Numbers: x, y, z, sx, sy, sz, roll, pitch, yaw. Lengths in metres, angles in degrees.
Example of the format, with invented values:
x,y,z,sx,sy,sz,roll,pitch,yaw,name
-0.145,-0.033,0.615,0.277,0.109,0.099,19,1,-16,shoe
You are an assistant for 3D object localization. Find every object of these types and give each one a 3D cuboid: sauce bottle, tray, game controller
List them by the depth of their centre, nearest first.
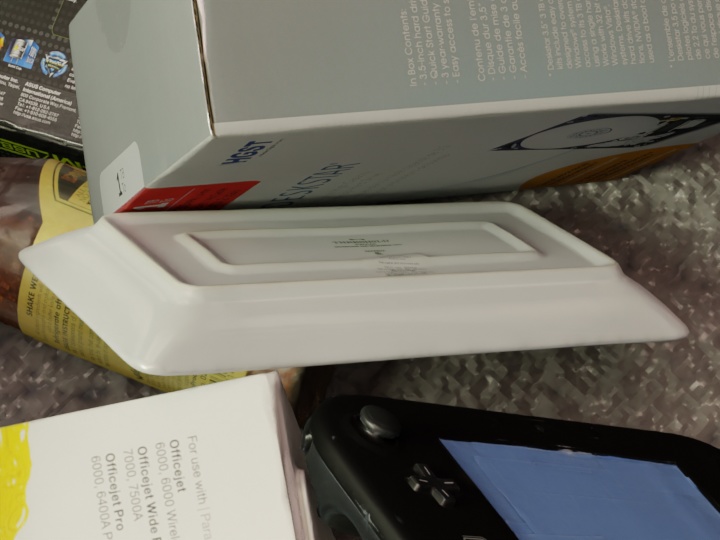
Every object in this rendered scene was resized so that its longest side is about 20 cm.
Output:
x,y,z,sx,sy,sz,roll,pitch,yaw,name
0.075,0.082,0.694,0.104,0.200,0.042,40,113,45,game controller
0.000,0.000,0.734,0.200,0.022,0.107,-3,22,-29,tray
-0.102,-0.004,0.804,0.200,0.066,0.066,21,74,10,sauce bottle

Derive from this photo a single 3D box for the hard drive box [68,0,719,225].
x,y,z,sx,sy,sz,roll,pitch,yaw,name
0.021,-0.071,0.732,0.200,0.156,0.077,-6,83,-19,hard drive box

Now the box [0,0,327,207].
x,y,z,sx,sy,sz,roll,pitch,yaw,name
-0.074,-0.124,0.855,0.200,0.048,0.193,16,71,11,box

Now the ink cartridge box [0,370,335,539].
x,y,z,sx,sy,sz,roll,pitch,yaw,name
-0.100,0.136,0.710,0.200,0.147,0.145,-12,70,2,ink cartridge box
